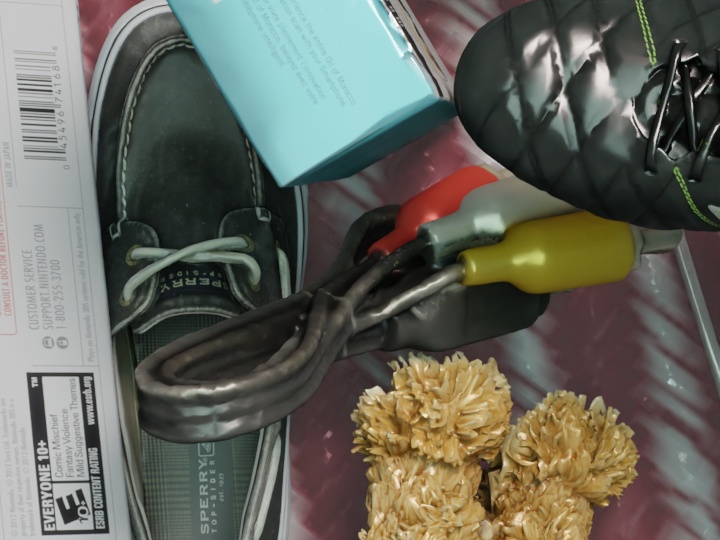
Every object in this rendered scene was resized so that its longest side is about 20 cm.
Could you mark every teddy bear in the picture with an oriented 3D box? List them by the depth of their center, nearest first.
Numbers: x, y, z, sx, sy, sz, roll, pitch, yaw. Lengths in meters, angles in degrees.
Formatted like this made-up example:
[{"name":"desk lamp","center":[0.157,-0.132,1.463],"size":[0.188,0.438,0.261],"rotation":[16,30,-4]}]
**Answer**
[{"name":"teddy bear","center":[0.023,0.124,0.818],"size":[0.145,0.067,0.200],"rotation":[38,81,-36]}]

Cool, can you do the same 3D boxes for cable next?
[{"name":"cable","center":[0.000,0.000,0.787],"size":[0.200,0.097,0.051],"rotation":[-13,115,-43]}]

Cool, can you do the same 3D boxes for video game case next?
[{"name":"video game case","center":[-0.166,0.000,0.778],"size":[0.181,0.045,0.201],"rotation":[2,72,-30]}]

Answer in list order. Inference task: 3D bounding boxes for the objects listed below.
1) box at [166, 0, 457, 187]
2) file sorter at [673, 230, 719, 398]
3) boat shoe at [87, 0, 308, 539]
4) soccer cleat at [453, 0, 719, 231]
[{"name":"box","center":[-0.012,-0.071,0.764],"size":[0.049,0.200,0.082],"rotation":[-30,90,5]},{"name":"file sorter","center":[0.200,-0.026,0.811],"size":[0.199,0.125,0.139],"rotation":[-17,89,-3]},{"name":"boat shoe","center":[-0.048,0.011,0.828],"size":[0.072,0.071,0.201],"rotation":[-7,90,-2]},{"name":"soccer cleat","center":[0.124,-0.037,0.705],"size":[0.199,0.081,0.068],"rotation":[13,87,-2]}]
